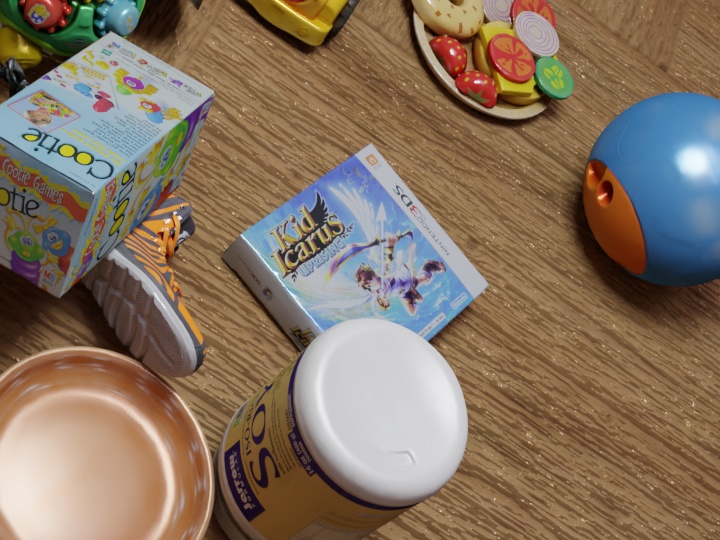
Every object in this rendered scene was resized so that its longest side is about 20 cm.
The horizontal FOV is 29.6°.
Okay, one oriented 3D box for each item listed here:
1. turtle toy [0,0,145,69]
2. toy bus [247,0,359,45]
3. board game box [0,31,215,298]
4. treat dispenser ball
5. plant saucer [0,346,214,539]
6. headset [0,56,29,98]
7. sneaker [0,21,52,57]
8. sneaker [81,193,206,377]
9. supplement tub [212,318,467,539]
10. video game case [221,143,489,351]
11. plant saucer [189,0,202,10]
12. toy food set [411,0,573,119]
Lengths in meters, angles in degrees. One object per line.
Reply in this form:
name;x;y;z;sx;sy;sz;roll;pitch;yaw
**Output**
turtle toy;-0.259;-0.244;1.125;0.198;0.101;0.147;0;84;-30
toy bus;-0.018;-0.353;1.363;0.135;0.192;0.201;36;51;-12
board game box;-0.211;-0.086;1.053;0.104;0.103;0.200;30;34;4
treat dispenser ball;0.332;-0.084;1.424;0.199;0.201;0.202;16;56;-25
plant saucer;-0.208;0.157;1.040;0.199;0.037;0.202;16;57;-25
headset;-0.337;-0.093;1.042;0.200;0.094;0.124;-42;83;-11
sneaker;-0.286;-0.292;1.225;0.079;0.078;0.201;24;54;-26
sneaker;-0.166;-0.007;1.118;0.112;0.078;0.200;-23;63;-41
supplement tub;-0.024;0.140;1.062;0.144;0.200;0.147;16;55;-25
video game case;0.000;0.000;1.263;0.182;0.045;0.200;49;49;3
plant saucer;-0.198;-0.329;1.245;0.032;0.200;0.201;-36;85;0
toy food set;0.145;-0.257;1.505;0.197;0.049;0.202;-1;64;-34
